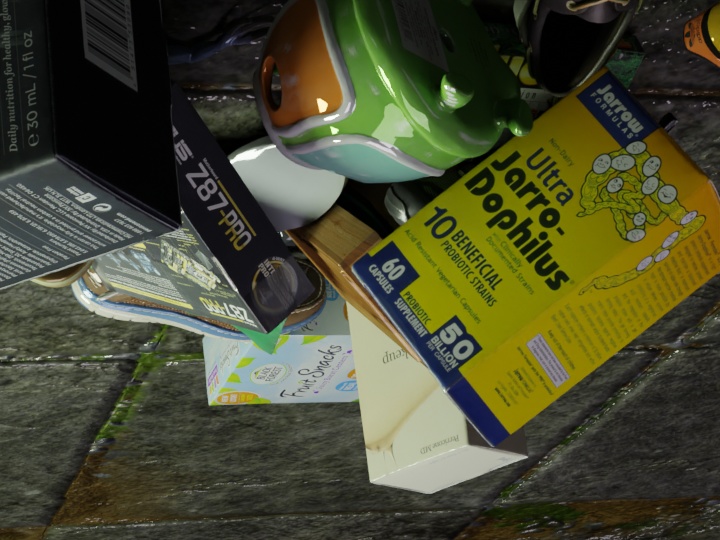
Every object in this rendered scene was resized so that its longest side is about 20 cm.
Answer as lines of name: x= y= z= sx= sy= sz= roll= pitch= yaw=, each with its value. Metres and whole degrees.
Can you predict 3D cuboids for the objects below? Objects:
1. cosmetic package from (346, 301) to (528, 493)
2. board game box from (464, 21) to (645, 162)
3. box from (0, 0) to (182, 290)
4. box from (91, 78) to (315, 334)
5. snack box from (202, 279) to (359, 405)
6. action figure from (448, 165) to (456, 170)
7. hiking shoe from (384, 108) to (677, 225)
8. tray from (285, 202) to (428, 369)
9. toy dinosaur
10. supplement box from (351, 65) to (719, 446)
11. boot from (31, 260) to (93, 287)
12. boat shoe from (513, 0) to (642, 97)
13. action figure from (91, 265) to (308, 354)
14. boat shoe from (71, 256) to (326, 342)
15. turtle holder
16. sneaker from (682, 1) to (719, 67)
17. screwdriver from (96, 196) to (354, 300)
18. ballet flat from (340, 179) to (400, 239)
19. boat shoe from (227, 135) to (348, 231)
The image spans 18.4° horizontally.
cosmetic package: x=0.053 y=0.056 z=1.675 sx=0.104 sy=0.200 sz=0.073 roll=-26 pitch=152 yaw=36
board game box: x=0.078 y=-0.115 z=1.450 sx=0.200 sy=0.023 sz=0.105 roll=2 pitch=130 yaw=-24
box: x=-0.216 y=-0.099 z=1.195 sx=0.197 sy=0.200 sz=0.124 roll=-18 pitch=154 yaw=23
box: x=-0.133 y=-0.046 z=1.334 sx=0.200 sy=0.049 sz=0.161 roll=12 pitch=139 yaw=55
snack box: x=-0.014 y=0.054 z=1.829 sx=0.200 sy=0.068 sz=0.169 roll=1 pitch=157 yaw=-17
action figure: x=0.127 y=-0.067 z=1.568 sx=0.200 sy=0.065 sz=0.099 roll=14 pitch=170 yaw=-21
hiking shoe: x=0.109 y=-0.069 z=1.452 sx=0.200 sy=0.076 sz=0.101 roll=-4 pitch=123 yaw=-27
tray: x=0.000 y=0.000 z=1.526 sx=0.037 sy=0.099 sz=0.200 roll=-43 pitch=-160 yaw=-4
toy dinosaur: x=-0.145 y=-0.098 z=1.385 sx=0.200 sy=0.105 sz=0.182 roll=-6 pitch=142 yaw=23
supplement box: x=0.115 y=-0.007 z=1.359 sx=0.200 sy=0.109 sz=0.110 roll=-39 pitch=150 yaw=1
boot: x=-0.227 y=-0.037 z=1.372 sx=0.072 sy=0.200 sz=0.155 roll=-44 pitch=159 yaw=-17
boat shoe: x=0.139 y=-0.172 z=1.325 sx=0.072 sy=0.061 sz=0.201 roll=-4 pitch=158 yaw=-10
action figure: x=-0.137 y=-0.017 z=1.524 sx=0.200 sy=0.055 sz=0.118 roll=24 pitch=145 yaw=-1
boat shoe: x=-0.112 y=0.007 z=1.669 sx=0.200 sy=0.072 sz=0.072 roll=2 pitch=155 yaw=-23
turtle holder: x=0.019 y=-0.120 z=1.326 sx=0.132 sy=0.141 sz=0.186 roll=-26 pitch=-176 yaw=26
sneaker: x=0.295 y=-0.144 z=1.463 sx=0.090 sy=0.070 sz=0.200 roll=-8 pitch=164 yaw=44
screwdriver: x=-0.097 y=-0.014 z=1.620 sx=0.200 sy=0.028 sz=0.029 roll=-21 pitch=-175 yaw=-13
ballet flat: x=0.046 y=-0.029 z=1.546 sx=0.063 sy=0.200 sz=0.069 roll=-39 pitch=123 yaw=-1
boat shoe: x=-0.079 y=-0.056 z=1.544 sx=0.200 sy=0.057 sz=0.069 roll=-26 pitch=115 yaw=40
